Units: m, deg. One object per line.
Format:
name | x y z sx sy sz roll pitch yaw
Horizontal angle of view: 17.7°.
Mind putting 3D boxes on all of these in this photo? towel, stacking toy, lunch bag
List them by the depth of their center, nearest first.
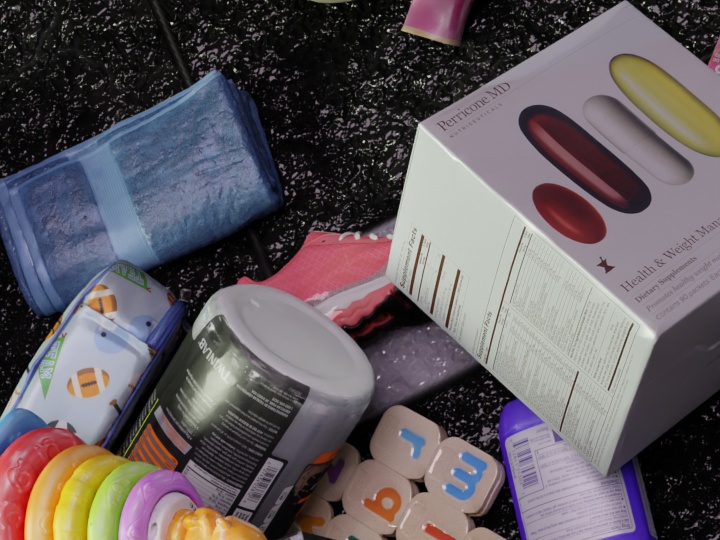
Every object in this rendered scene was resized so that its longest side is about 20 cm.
stacking toy | -0.134 0.151 1.357 0.199 0.116 0.110 1 46 35
lunch bag | -0.183 0.085 1.537 0.075 0.160 0.200 34 83 0
towel | -0.158 -0.052 1.628 0.199 0.049 0.112 -24 68 8

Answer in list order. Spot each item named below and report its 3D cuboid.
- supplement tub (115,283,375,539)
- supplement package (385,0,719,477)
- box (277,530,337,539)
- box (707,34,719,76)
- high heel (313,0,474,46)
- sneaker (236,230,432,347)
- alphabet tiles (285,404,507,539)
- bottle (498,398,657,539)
supplement tub | -0.087 0.119 1.481 0.122 0.122 0.200 43 114 24
supplement package | 0.157 -0.024 1.427 0.191 0.147 0.200 -33 63 -31
box | -0.073 0.224 1.427 0.199 0.158 0.050 -24 66 23
box | 0.328 -0.112 1.466 0.199 0.103 0.095 18 73 20
high heel | -0.005 -0.230 1.618 0.199 0.067 0.096 20 98 18
sneaker | 0.000 0.000 1.548 0.200 0.074 0.087 -26 65 7
alphabet tiles | 0.013 0.193 1.490 0.195 0.015 0.201 27 90 36
bottle | 0.145 0.172 1.450 0.083 0.065 0.201 -19 68 16
